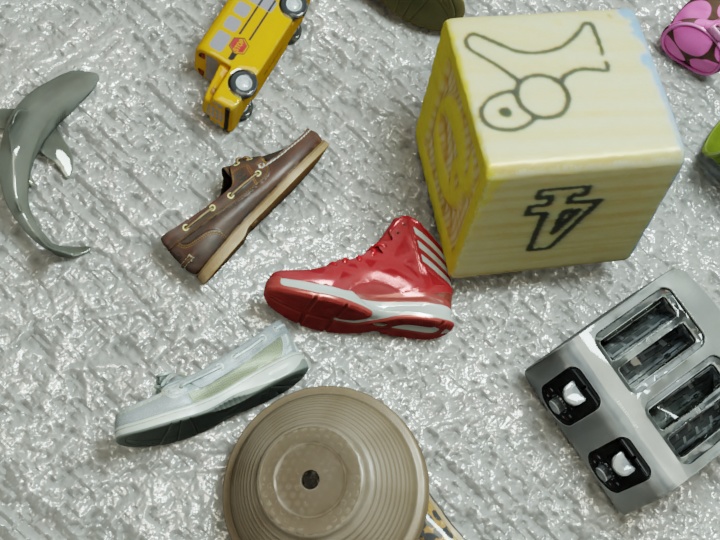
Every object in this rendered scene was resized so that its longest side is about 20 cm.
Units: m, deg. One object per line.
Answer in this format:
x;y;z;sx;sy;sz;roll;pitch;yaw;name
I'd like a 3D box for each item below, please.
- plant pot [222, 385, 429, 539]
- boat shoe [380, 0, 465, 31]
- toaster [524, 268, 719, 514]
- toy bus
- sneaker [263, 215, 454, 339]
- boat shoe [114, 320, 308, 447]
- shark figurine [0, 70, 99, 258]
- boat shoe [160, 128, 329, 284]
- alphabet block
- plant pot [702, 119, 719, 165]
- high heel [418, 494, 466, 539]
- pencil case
-0.038;0.200;1.191;0.199;0.093;0.203;-3;71;8;plant pot
0.030;-0.337;1.409;0.200;0.072;0.066;28;36;-8;boat shoe
0.298;0.117;1.291;0.199;0.119;0.182;-32;82;-17;toaster
-0.113;-0.250;1.358;0.078;0.065;0.201;30;71;0;toy bus
0.000;0.000;1.308;0.198;0.078;0.117;12;62;-19;sneaker
-0.149;0.112;1.241;0.200;0.075;0.065;-23;72;-20;boat shoe
-0.329;-0.111;1.269;0.127;0.090;0.217;2;71;-8;shark figurine
-0.116;-0.079;1.302;0.070;0.070;0.200;43;71;0;boat shoe
0.180;-0.127;1.285;0.198;0.197;0.197;-5;58;-11;alphabet block
0.507;-0.121;1.374;0.193;0.200;0.200;47;71;-6;plant pot
0.110;0.248;1.240;0.198;0.071;0.144;-1;79;-1;high heel
0.430;-0.312;1.458;0.090;0.094;0.200;37;70;3;pencil case
